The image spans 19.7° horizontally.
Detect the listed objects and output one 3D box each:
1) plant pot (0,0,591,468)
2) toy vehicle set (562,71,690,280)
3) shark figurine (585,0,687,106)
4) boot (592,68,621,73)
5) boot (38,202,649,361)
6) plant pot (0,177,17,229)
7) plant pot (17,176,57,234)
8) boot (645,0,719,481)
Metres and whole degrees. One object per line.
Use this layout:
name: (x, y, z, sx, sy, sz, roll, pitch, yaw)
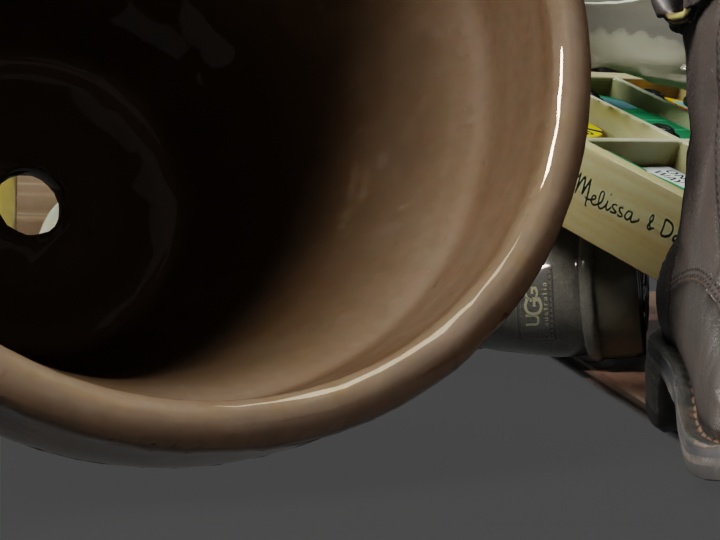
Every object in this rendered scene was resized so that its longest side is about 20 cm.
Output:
plant pot: (-0.067, -0.036, 0.530, 0.200, 0.201, 0.175, -2, -15, -23)
toy vehicle set: (0.126, -0.017, 0.641, 0.124, 0.027, 0.200, -3, 26, -41)
shark figurine: (0.120, -0.099, 0.673, 0.214, 0.090, 0.128, 5, -10, 9)
boot: (0.140, -0.073, 0.837, 0.200, 0.070, 0.132, 38, 12, -28)
boot: (0.000, -0.002, 0.731, 0.200, 0.073, 0.182, -5, 2, 10)
plant pot: (-0.254, -0.100, 0.880, 0.194, 0.196, 0.200, -1, 18, -17)
plant pot: (-0.137, -0.056, 1.273, 0.200, 0.093, 0.201, -1, 4, 0)
boot: (0.100, -0.045, 0.478, 0.069, 0.175, 0.200, -1, 4, -9)
